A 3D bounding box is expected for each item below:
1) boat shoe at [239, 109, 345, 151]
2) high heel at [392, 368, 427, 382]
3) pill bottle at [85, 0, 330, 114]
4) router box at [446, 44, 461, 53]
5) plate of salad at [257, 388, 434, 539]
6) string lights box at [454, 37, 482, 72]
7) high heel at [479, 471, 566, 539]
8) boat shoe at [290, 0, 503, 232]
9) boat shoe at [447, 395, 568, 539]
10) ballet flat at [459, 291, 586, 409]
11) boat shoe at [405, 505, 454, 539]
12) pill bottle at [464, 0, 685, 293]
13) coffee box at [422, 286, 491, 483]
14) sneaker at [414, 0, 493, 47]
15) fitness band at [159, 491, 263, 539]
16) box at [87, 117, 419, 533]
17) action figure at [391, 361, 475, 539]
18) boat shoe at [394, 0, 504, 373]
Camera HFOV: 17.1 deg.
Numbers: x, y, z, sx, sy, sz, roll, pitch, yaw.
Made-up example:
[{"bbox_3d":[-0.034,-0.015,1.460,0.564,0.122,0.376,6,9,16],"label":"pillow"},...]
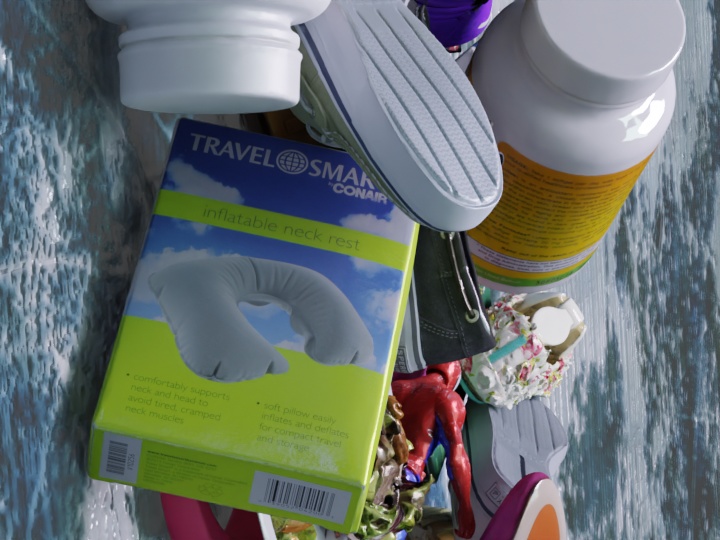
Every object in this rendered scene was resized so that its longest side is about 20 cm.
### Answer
[{"bbox_3d":[-0.040,-0.107,1.215,0.070,0.070,0.201,44,-31,51],"label":"boat shoe"},{"bbox_3d":[0.000,0.000,1.319,0.096,0.067,0.200,-34,139,-16],"label":"high heel"},{"bbox_3d":[-0.066,-0.171,1.031,0.109,0.109,0.201,8,81,-74],"label":"pill bottle"},{"bbox_3d":[0.004,-0.201,1.366,0.200,0.062,0.150,-9,97,-74],"label":"router box"},{"bbox_3d":[-0.007,0.082,1.167,0.200,0.048,0.201,-8,90,-70],"label":"plate of salad"},{"bbox_3d":[0.088,-0.089,1.510,0.103,0.059,0.200,46,9,-2],"label":"string lights box"},{"bbox_3d":[0.050,0.186,1.350,0.067,0.096,0.201,-9,123,-49],"label":"high heel"},{"bbox_3d":[-0.003,-0.089,1.091,0.072,0.062,0.200,-1,51,-44],"label":"boat shoe"},{"bbox_3d":[0.081,0.125,1.491,0.067,0.073,0.200,-52,-178,16],"label":"boat shoe"},{"bbox_3d":[0.112,0.045,1.536,0.076,0.064,0.200,56,17,0],"label":"ballet flat"},{"bbox_3d":[0.047,0.182,1.476,0.200,0.062,0.074,-28,116,-72],"label":"boat shoe"},{"bbox_3d":[0.105,-0.081,1.298,0.200,0.111,0.111,114,-13,-57],"label":"pill bottle"},{"bbox_3d":[0.040,0.029,1.504,0.200,0.044,0.123,-67,152,-55],"label":"coffee box"},{"bbox_3d":[0.059,-0.165,1.257,0.200,0.099,0.070,40,54,-69],"label":"sneaker"},{"bbox_3d":[-0.060,0.050,1.170,0.144,0.037,0.201,55,38,-67],"label":"fitness band"},{"bbox_3d":[-0.041,0.013,1.070,0.048,0.122,0.200,104,-2,-52],"label":"box"},{"bbox_3d":[0.020,0.138,1.305,0.200,0.065,0.099,-64,142,-31],"label":"action figure"},{"bbox_3d":[0.038,-0.048,1.184,0.070,0.066,0.201,68,18,-64],"label":"boat shoe"}]
